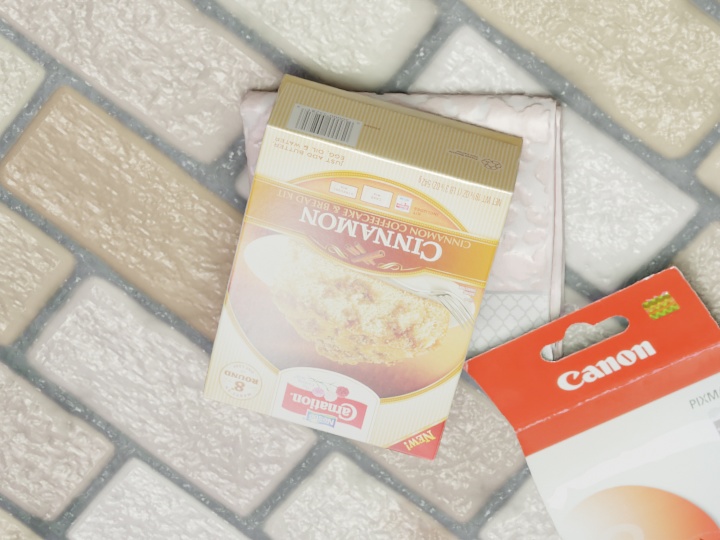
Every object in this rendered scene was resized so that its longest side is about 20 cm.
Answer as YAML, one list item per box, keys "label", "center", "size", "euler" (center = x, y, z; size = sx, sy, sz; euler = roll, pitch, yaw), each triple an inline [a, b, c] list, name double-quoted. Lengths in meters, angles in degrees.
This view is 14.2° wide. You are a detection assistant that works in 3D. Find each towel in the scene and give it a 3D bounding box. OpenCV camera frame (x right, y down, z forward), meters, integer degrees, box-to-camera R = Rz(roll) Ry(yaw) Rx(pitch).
- label: "towel"
  center: [0.029, -0.023, 1.807]
  size: [0.199, 0.032, 0.192]
  euler: [2, 119, 9]

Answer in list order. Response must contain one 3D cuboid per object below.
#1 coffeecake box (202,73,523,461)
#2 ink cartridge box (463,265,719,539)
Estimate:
- label: "coffeecake box"
  center: [0.000, 0.000, 1.765]
  size: [0.153, 0.073, 0.201]
  euler: [15, 121, 1]
- label: "ink cartridge box"
  center: [0.181, 0.108, 1.823]
  size: [0.162, 0.050, 0.200]
  euler: [-25, 124, 22]
